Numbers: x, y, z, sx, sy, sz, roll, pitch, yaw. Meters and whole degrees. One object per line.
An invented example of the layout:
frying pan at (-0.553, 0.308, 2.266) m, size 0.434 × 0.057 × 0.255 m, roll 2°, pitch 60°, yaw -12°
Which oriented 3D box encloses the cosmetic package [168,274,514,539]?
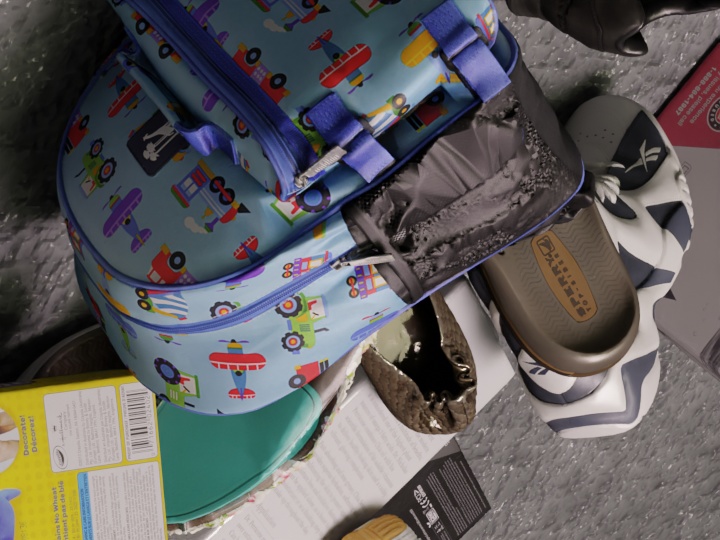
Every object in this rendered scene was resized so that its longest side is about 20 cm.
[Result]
cosmetic package at (-0.027, 0.077, 1.362) m, size 0.200 × 0.071 × 0.101 m, roll -44°, pitch 148°, yaw -9°

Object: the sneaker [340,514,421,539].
sneaker at (-0.010, 0.217, 1.405) m, size 0.076 × 0.088 × 0.200 m, roll -28°, pitch 155°, yaw -47°

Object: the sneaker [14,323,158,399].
sneaker at (-0.147, 0.089, 1.246) m, size 0.200 × 0.073 × 0.085 m, roll -38°, pitch 180°, yaw -30°

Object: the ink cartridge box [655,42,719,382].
ink cartridge box at (0.230, -0.004, 1.475) m, size 0.147 × 0.200 × 0.083 m, roll -50°, pitch 149°, yaw 1°

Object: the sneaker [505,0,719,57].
sneaker at (0.163, -0.168, 1.318) m, size 0.200 × 0.091 × 0.076 m, roll -42°, pitch 147°, yaw -14°

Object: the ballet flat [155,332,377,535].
ballet flat at (-0.025, 0.035, 1.215) m, size 0.200 × 0.076 × 0.064 m, roll -51°, pitch 166°, yaw 9°

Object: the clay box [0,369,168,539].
clay box at (-0.178, 0.108, 1.138) m, size 0.200 × 0.048 × 0.115 m, roll -6°, pitch 93°, yaw -27°

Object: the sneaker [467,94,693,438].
sneaker at (0.098, -0.032, 1.345) m, size 0.130 × 0.079 × 0.199 m, roll 54°, pitch 41°, yaw -43°

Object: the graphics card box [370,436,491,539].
graphics card box at (-0.027, 0.155, 1.468) m, size 0.200 × 0.051 × 0.126 m, roll -43°, pitch 148°, yaw -8°

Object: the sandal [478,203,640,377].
sandal at (0.061, -0.042, 1.242) m, size 0.082 × 0.200 × 0.055 m, roll -32°, pitch -179°, yaw -18°

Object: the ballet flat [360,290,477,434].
ballet flat at (0.000, 0.000, 1.263) m, size 0.067 × 0.046 × 0.200 m, roll -38°, pitch 119°, yaw -11°

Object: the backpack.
backpack at (-0.038, -0.052, 1.117) m, size 0.200 × 0.183 × 0.135 m, roll -36°, pitch 140°, yaw 1°
